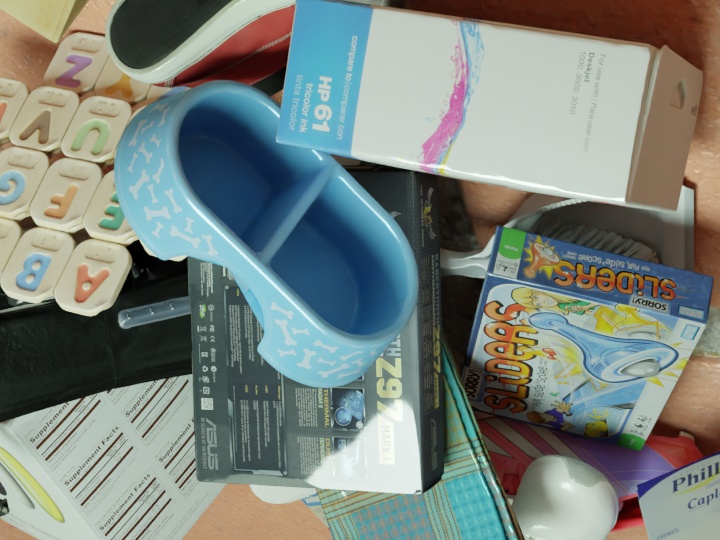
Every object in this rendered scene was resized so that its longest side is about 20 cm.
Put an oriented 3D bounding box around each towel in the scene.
[{"bbox_3d":[0.020,0.119,1.115,0.146,0.022,0.202,-25,82,37],"label":"towel"}]

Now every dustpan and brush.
[{"bbox_3d":[0.108,-0.007,1.083,0.198,0.058,0.140,12,141,21],"label":"dustpan and brush"}]

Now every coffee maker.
[{"bbox_3d":[-0.179,0.041,1.171,0.198,0.135,0.194,-11,121,-19],"label":"coffee maker"}]

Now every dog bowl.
[{"bbox_3d":[-0.046,-0.025,0.965,0.200,0.112,0.049,45,142,-13],"label":"dog bowl"}]

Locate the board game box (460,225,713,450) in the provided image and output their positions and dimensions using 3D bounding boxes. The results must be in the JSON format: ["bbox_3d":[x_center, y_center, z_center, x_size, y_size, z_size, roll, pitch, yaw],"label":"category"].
[{"bbox_3d":[0.136,0.048,1.087,0.134,0.035,0.201,13,152,4],"label":"board game box"}]

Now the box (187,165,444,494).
[{"bbox_3d":[-0.028,0.036,1.074,0.156,0.051,0.203,0,97,21],"label":"box"}]

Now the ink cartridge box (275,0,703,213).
[{"bbox_3d":[0.074,-0.089,0.928,0.198,0.086,0.144,10,-176,21],"label":"ink cartridge box"}]

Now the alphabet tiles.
[{"bbox_3d":[-0.175,-0.068,1.079,0.198,0.197,0.015,12,154,21],"label":"alphabet tiles"}]

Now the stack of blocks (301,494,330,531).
[{"bbox_3d":[-0.001,0.150,1.345,0.114,0.059,0.200,-14,127,42],"label":"stack of blocks"}]

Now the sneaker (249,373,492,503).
[{"bbox_3d":[0.005,0.096,1.238,0.198,0.089,0.076,-15,137,-9],"label":"sneaker"}]

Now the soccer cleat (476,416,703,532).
[{"bbox_3d":[0.146,0.147,1.198,0.197,0.077,0.067,4,139,5],"label":"soccer cleat"}]

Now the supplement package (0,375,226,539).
[{"bbox_3d":[-0.233,0.111,1.339,0.190,0.147,0.201,15,145,43],"label":"supplement package"}]

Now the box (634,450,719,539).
[{"bbox_3d":[0.307,0.203,1.117,0.183,0.105,0.201,-25,123,16],"label":"box"}]

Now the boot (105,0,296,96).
[{"bbox_3d":[-0.034,-0.164,0.990,0.199,0.073,0.144,-29,164,19],"label":"boot"}]

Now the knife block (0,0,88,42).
[{"bbox_3d":[-0.185,-0.227,1.005,0.199,0.064,0.176,32,143,-5],"label":"knife block"}]

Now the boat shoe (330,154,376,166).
[{"bbox_3d":[0.000,0.000,1.149,0.066,0.074,0.201,6,138,31],"label":"boat shoe"}]

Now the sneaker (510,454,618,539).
[{"bbox_3d":[0.121,0.200,1.167,0.070,0.081,0.201,26,140,5],"label":"sneaker"}]
